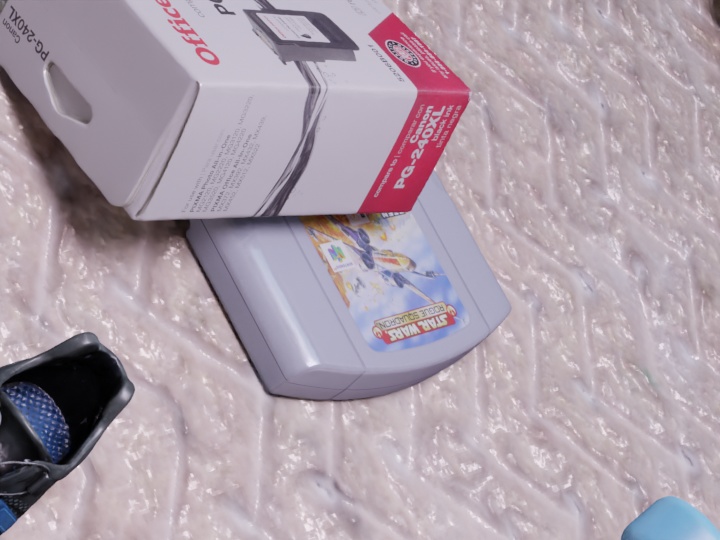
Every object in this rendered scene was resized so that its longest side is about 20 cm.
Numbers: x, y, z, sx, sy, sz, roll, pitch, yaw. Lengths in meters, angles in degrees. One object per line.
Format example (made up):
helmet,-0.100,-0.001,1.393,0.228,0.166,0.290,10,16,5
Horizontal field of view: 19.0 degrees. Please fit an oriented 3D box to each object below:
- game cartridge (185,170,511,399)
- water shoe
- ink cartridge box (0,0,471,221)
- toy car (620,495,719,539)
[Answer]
game cartridge,0.000,0.000,1.160,0.199,0.042,0.134,-14,67,-52
water shoe,-0.167,0.080,0.865,0.072,0.079,0.200,50,36,-3
ink cartridge box,-0.065,-0.102,1.094,0.199,0.084,0.145,-3,42,-48
toy car,0.134,0.249,1.033,0.177,0.184,0.201,44,-16,32
